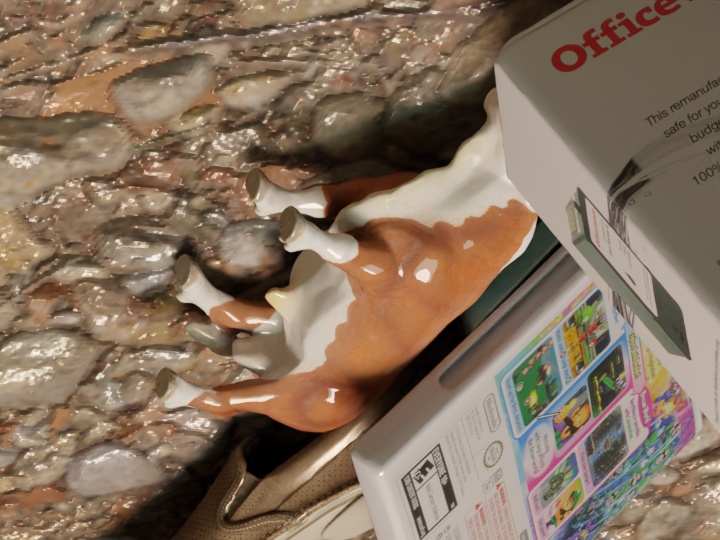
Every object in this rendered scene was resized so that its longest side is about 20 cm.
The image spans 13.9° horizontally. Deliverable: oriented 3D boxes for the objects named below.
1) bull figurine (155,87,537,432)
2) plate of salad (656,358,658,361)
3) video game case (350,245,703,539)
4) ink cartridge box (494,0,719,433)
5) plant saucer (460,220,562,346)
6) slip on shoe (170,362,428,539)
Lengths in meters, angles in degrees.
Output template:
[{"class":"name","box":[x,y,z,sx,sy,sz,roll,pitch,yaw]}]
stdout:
[{"class":"bull figurine","box":[0.000,0.000,1.215,0.121,0.065,0.200,10,136,-28]},{"class":"plate of salad","box":[0.226,0.025,1.269,0.199,0.048,0.200,-13,-177,1]},{"class":"video game case","box":[0.079,0.074,1.306,0.182,0.024,0.200,-43,149,-18]},{"class":"ink cartridge box","box":[0.163,-0.028,1.099,0.146,0.200,0.084,-30,148,-13]},{"class":"plant saucer","box":[0.082,0.049,1.325,0.070,0.019,0.200,-46,150,-17]},{"class":"slip on shoe","box":[-0.040,0.102,1.346,0.199,0.076,0.061,-27,104,29]}]
